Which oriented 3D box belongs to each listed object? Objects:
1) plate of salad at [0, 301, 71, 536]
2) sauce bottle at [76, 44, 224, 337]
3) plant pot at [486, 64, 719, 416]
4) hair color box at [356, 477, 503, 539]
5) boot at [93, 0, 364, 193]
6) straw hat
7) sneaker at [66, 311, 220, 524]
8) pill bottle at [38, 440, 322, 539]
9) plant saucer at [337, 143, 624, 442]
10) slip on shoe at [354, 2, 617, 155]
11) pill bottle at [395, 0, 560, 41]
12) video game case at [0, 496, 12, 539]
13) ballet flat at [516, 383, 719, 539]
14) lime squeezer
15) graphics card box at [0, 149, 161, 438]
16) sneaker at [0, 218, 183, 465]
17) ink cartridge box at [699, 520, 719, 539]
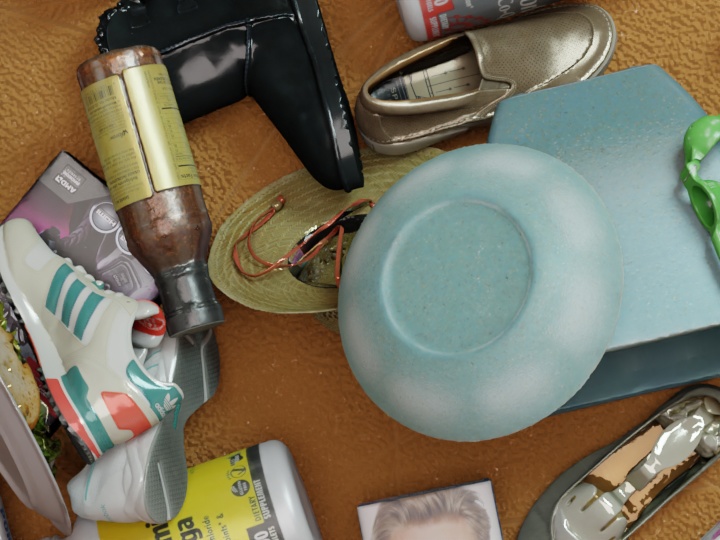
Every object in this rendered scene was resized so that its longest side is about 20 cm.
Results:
[{"bbox_3d":[-0.236,0.086,1.607,0.048,0.200,0.200,-30,86,-15],"label":"plate of salad"},{"bbox_3d":[-0.142,-0.053,1.655,0.066,0.066,0.200,-15,85,1],"label":"sauce bottle"},{"bbox_3d":[0.171,-0.025,1.649,0.196,0.196,0.200,-14,76,2],"label":"plant pot"},{"bbox_3d":[0.064,0.255,1.697,0.100,0.061,0.200,-12,86,1],"label":"hair color box"},{"bbox_3d":[-0.095,-0.128,1.713,0.162,0.073,0.199,-17,75,2],"label":"boot"},{"bbox_3d":[0.000,0.000,1.697,0.201,0.201,0.085,-20,124,1],"label":"straw hat"},{"bbox_3d":[-0.153,0.093,1.675,0.080,0.200,0.070,-8,131,24],"label":"sneaker"},{"bbox_3d":[-0.131,0.201,1.682,0.200,0.112,0.113,-20,86,1],"label":"pill bottle"},{"bbox_3d":[0.069,0.008,1.542,0.201,0.039,0.201,-8,71,23],"label":"plant saucer"},{"bbox_3d":[0.089,-0.145,1.705,0.200,0.061,0.076,-18,63,-3],"label":"slip on shoe"},{"bbox_3d":[0.114,-0.243,1.695,0.200,0.116,0.116,-17,86,2],"label":"pill bottle"},{"bbox_3d":[-0.345,0.209,1.713,0.200,0.022,0.183,-14,94,10],"label":"video game case"},{"bbox_3d":[0.186,0.152,1.696,0.200,0.064,0.067,-42,86,0],"label":"ballet flat"},{"bbox_3d":[0.239,-0.056,1.547,0.071,0.038,0.200,17,68,-20],"label":"lime squeezer"},{"bbox_3d":[-0.228,0.028,1.728,0.125,0.051,0.200,40,88,4],"label":"graphics card box"},{"bbox_3d":[-0.184,0.036,1.644,0.093,0.070,0.200,-25,56,-4],"label":"sneaker"},{"bbox_3d":[0.301,0.214,1.686,0.200,0.067,0.116,-44,86,1],"label":"ink cartridge box"}]
